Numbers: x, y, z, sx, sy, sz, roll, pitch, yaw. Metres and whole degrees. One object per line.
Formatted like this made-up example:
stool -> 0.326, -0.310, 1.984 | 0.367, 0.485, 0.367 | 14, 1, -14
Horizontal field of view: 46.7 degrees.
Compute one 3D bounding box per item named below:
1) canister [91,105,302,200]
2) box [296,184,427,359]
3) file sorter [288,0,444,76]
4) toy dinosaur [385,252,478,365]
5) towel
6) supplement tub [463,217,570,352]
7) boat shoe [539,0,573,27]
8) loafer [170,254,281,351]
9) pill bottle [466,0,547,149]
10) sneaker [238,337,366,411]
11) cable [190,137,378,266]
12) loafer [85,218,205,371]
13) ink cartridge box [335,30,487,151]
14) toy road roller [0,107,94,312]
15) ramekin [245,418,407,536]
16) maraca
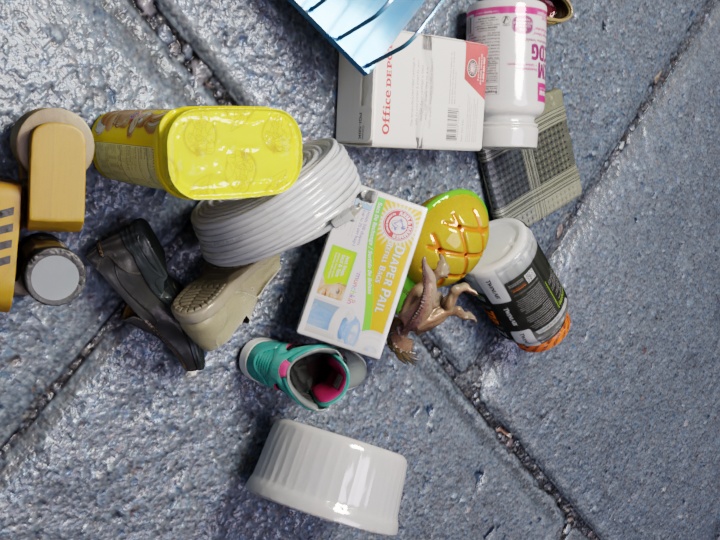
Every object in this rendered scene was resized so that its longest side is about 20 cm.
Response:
canister -> -0.176, -0.126, 0.861 | 0.148, 0.200, 0.087 | -9, 104, -37
box -> 0.000, 0.000, 1.065 | 0.112, 0.101, 0.201 | 18, 87, -4
file sorter -> -0.002, -0.348, 0.933 | 0.200, 0.123, 0.139 | 41, 73, -20
toy dinosaur -> 0.076, 0.058, 1.082 | 0.135, 0.086, 0.200 | -35, 163, -7
towel -> 0.267, -0.169, 1.324 | 0.200, 0.034, 0.193 | -29, 113, -29
supplement tub -> 0.241, 0.028, 1.278 | 0.123, 0.122, 0.200 | -50, 124, -20
boat shoe -> 0.238, -0.415, 1.223 | 0.199, 0.066, 0.074 | 11, 92, -40
loafer -> -0.151, 0.025, 0.964 | 0.200, 0.075, 0.069 | -49, 138, -55
pill bottle -> 0.206, -0.275, 1.187 | 0.113, 0.113, 0.201 | -5, 98, -38
sneaker -> -0.043, 0.132, 1.070 | 0.199, 0.121, 0.084 | 11, 93, -41
cable -> -0.097, -0.078, 0.938 | 0.199, 0.200, 0.069 | -29, 112, -7
loafer -> -0.235, 0.038, 0.942 | 0.072, 0.073, 0.201 | -22, 118, -2
ink cartridge box -> 0.069, -0.236, 1.111 | 0.199, 0.083, 0.148 | -3, 100, -38
toy road roller -> -0.341, -0.060, 0.797 | 0.145, 0.123, 0.201 | 4, 97, -28
ramekin -> -0.037, 0.258, 1.058 | 0.200, 0.200, 0.098 | 28, 74, -39
maraca -> 0.103, -0.026, 1.171 | 0.200, 0.107, 0.137 | -49, 129, -2
